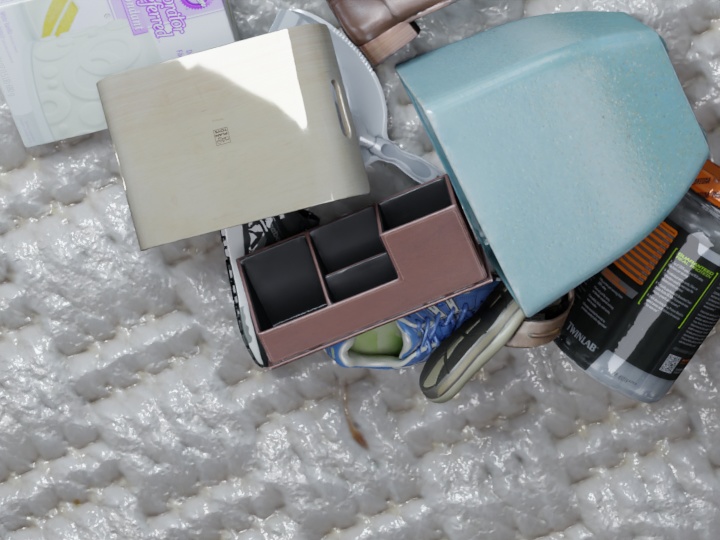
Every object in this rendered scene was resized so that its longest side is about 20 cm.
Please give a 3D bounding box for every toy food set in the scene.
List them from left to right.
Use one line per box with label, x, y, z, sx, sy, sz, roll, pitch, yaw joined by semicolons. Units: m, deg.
toy food set;-0.106;-0.107;1.529;0.200;0.060;0.144;-14;90;10

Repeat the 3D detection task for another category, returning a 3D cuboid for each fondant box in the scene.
fondant box;-0.204;-0.193;1.554;0.200;0.058;0.144;-14;133;2

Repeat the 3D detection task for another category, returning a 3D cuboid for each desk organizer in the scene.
desk organizer;0.000;0.000;1.565;0.200;0.072;0.077;-22;115;7

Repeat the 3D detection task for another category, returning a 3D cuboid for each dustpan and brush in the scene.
dustpan and brush;-0.008;-0.118;1.601;0.200;0.057;0.140;31;81;-38

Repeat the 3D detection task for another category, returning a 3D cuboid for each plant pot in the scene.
plant pot;0.167;-0.113;1.551;0.200;0.196;0.196;-27;107;2

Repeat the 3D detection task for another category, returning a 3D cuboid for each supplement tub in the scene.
supplement tub;0.262;0.004;1.623;0.123;0.123;0.200;31;105;-11

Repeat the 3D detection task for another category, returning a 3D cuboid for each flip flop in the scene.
flip flop;0.136;0.047;1.603;0.200;0.081;0.058;-45;104;-1

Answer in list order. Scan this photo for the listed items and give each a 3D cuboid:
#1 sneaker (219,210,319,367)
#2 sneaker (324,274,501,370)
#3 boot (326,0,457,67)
sneaker;-0.074;-0.012;1.638;0.088;0.076;0.200;-11;109;-4
sneaker;0.063;0.055;1.659;0.200;0.077;0.076;-12;107;0
boot;0.016;-0.298;1.553;0.186;0.064;0.200;-39;98;4
